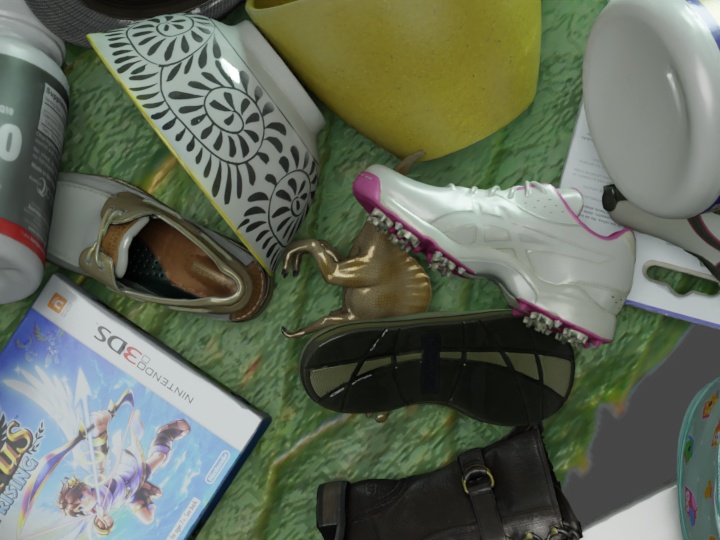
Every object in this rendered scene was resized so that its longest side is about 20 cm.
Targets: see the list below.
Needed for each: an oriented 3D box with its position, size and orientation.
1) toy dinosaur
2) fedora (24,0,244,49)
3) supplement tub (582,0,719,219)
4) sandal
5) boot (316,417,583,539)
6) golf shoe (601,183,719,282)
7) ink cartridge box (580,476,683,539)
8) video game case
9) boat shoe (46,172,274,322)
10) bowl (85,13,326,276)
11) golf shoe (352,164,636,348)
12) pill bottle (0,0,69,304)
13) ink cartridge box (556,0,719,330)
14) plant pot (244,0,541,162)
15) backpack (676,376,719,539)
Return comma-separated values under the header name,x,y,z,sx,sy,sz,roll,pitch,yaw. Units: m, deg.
name,x,y,z,sx,sy,sz,roll,pitch,yaw
toy dinosaur,0.000,0.000,1.661,0.100,0.058,0.202,7,112,7
fedora,-0.147,-0.250,1.664,0.199,0.090,0.178,-26,117,1
supplement tub,0.256,-0.120,1.536,0.199,0.145,0.147,-13,84,-25
sandal,0.052,0.057,1.639,0.199,0.057,0.080,5,105,-18
boot,0.062,0.192,1.611,0.173,0.069,0.201,-13,50,7
golf shoe,0.251,-0.011,1.598,0.198,0.077,0.089,13,98,6
ink cartridge box,0.186,0.267,1.639,0.175,0.045,0.201,-27,84,2
video game case,-0.190,0.135,1.684,0.181,0.045,0.201,33,90,8
boat shoe,-0.157,-0.020,1.677,0.199,0.068,0.075,18,91,10
bowl,-0.085,-0.104,1.614,0.094,0.201,0.201,-38,84,-2
golf shoe,0.091,-0.028,1.589,0.199,0.075,0.092,29,85,-11
pill bottle,-0.258,-0.088,1.647,0.113,0.114,0.201,2,66,6
ink cartridge box,0.237,-0.064,1.657,0.195,0.043,0.202,16,90,5
plant pot,0.041,-0.158,1.623,0.199,0.200,0.143,-25,106,3
backpack,0.301,0.137,1.574,0.198,0.153,0.177,-1,88,-20
